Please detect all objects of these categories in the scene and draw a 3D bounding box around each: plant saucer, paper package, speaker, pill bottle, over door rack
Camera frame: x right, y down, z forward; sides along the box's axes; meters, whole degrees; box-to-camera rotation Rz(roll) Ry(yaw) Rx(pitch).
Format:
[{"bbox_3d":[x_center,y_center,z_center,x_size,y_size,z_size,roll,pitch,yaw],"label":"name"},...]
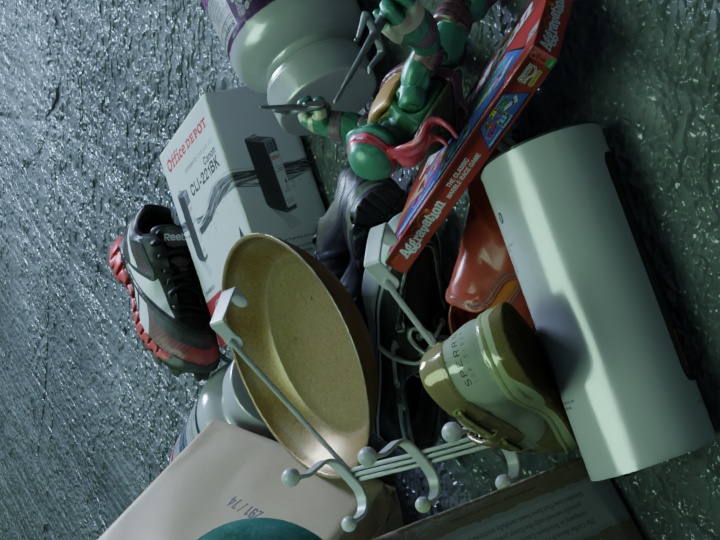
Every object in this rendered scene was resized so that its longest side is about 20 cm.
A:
[{"bbox_3d":[-0.042,0.062,0.908,0.199,0.035,0.203,33,134,42],"label":"plant saucer"},{"bbox_3d":[-0.093,0.238,0.941,0.198,0.191,0.105,14,133,36],"label":"paper package"},{"bbox_3d":[0.140,0.020,0.693,0.081,0.080,0.203,-34,72,58],"label":"speaker"},{"bbox_3d":[-0.064,-0.211,0.911,0.202,0.111,0.113,63,147,20],"label":"pill bottle"},{"bbox_3d":[-0.001,0.087,0.779,0.146,0.067,0.201,-20,112,30],"label":"over door rack"},{"bbox_3d":[-0.107,0.155,1.117,0.121,0.118,0.201,62,146,22],"label":"pill bottle"}]

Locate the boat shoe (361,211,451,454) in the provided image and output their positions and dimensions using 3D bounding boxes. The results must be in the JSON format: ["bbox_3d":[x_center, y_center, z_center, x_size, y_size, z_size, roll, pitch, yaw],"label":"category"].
[{"bbox_3d":[0.042,0.054,0.877,0.068,0.073,0.202,32,125,40],"label":"boat shoe"}]

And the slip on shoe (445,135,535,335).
[{"bbox_3d":[0.090,0.007,0.791,0.074,0.060,0.203,24,120,55],"label":"slip on shoe"}]

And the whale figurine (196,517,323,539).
[{"bbox_3d":[-0.031,0.233,0.679,0.201,0.104,0.159,53,147,-6],"label":"whale figurine"}]

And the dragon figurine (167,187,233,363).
[{"bbox_3d":[-0.166,0.001,1.212,0.099,0.058,0.203,-31,73,58],"label":"dragon figurine"}]

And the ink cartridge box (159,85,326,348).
[{"bbox_3d":[-0.101,-0.050,1.061,0.144,0.083,0.203,-35,71,58],"label":"ink cartridge box"}]

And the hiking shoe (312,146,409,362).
[{"bbox_3d":[0.000,0.000,0.944,0.101,0.075,0.202,-115,31,-51],"label":"hiking shoe"}]

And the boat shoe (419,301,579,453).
[{"bbox_3d":[0.088,0.074,0.716,0.200,0.066,0.075,46,-154,-59],"label":"boat shoe"}]

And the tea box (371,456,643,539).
[{"bbox_3d":[0.073,0.244,0.775,0.135,0.198,0.197,63,145,21],"label":"tea box"}]

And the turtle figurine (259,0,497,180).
[{"bbox_3d":[0.022,-0.117,0.730,0.101,0.201,0.149,46,138,-11],"label":"turtle figurine"}]

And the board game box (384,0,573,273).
[{"bbox_3d":[0.075,-0.094,0.736,0.019,0.104,0.201,28,135,-5],"label":"board game box"}]

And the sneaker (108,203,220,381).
[{"bbox_3d":[-0.183,0.013,1.120,0.201,0.070,0.099,57,131,36],"label":"sneaker"}]
